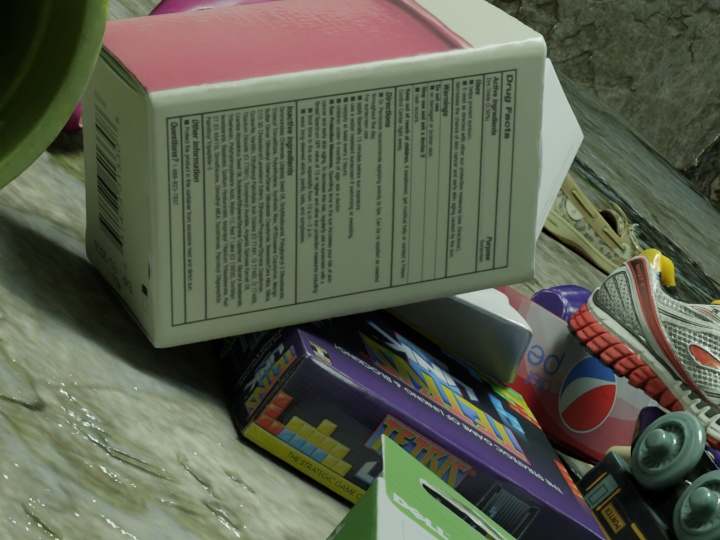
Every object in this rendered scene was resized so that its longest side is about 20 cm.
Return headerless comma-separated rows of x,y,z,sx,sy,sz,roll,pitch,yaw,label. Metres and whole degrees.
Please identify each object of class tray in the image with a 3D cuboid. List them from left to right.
0.000,0.000,1.150,0.200,0.022,0.107,24,-16,6,tray

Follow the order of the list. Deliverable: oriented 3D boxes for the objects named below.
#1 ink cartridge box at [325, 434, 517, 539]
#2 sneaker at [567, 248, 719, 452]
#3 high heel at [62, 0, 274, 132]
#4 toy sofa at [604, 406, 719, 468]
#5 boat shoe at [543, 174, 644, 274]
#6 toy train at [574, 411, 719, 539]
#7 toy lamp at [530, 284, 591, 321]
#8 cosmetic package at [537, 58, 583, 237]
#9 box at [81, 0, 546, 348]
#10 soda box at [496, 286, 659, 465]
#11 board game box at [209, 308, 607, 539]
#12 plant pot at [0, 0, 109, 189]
0.029,0.146,0.831,0.104,0.059,0.200,38,12,-9,ink cartridge box
0.215,0.059,1.226,0.200,0.082,0.078,39,5,23,sneaker
-0.108,-0.117,1.235,0.200,0.067,0.096,-18,39,-30,high heel
0.234,0.161,1.245,0.200,0.098,0.083,34,-18,-28,toy sofa
0.242,-0.048,2.186,0.200,0.063,0.073,29,15,-41,boat shoe
0.170,0.158,1.082,0.085,0.114,0.200,39,11,-33,toy train
0.189,0.048,1.685,0.058,0.058,0.200,46,14,28,toy lamp
0.020,-0.079,1.290,0.200,0.108,0.085,14,-26,29,cosmetic package
-0.024,-0.056,1.014,0.200,0.128,0.109,-10,27,-22,box
0.098,0.057,1.306,0.200,0.070,0.063,30,-8,-39,soda box
0.018,0.072,1.082,0.200,0.057,0.165,33,12,-25,board game box
-0.212,-0.126,0.867,0.200,0.200,0.190,36,1,-17,plant pot
